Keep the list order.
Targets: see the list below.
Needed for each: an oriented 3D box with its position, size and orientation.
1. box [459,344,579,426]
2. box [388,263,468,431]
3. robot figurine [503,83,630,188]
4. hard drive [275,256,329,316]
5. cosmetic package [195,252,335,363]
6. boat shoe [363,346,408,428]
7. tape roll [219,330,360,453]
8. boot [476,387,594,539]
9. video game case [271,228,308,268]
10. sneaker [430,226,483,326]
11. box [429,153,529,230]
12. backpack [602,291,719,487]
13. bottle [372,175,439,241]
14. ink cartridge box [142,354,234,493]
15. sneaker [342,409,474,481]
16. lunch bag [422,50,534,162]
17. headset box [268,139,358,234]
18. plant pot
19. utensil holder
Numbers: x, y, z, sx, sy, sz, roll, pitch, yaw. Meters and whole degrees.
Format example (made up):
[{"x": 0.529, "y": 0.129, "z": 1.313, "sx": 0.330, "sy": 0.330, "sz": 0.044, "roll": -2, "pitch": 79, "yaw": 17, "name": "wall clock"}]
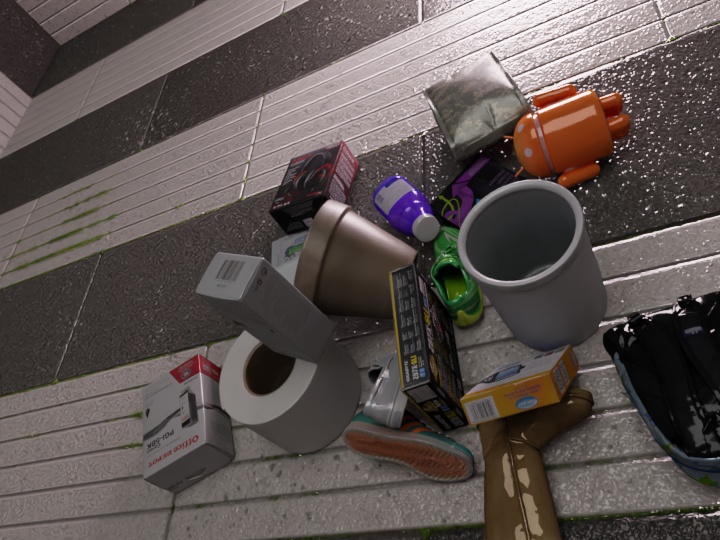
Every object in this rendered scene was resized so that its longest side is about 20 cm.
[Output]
[{"x": 0.220, "y": 0.147, "z": 0.815, "sx": 0.118, "sy": 0.199, "sz": 0.042, "roll": -24, "pitch": 82, "yaw": 27, "name": "box"}, {"x": 0.102, "y": 0.116, "z": 0.916, "sx": 0.049, "sy": 0.160, "sz": 0.202, "roll": -21, "pitch": 49, "yaw": 21, "name": "box"}, {"x": 0.347, "y": -0.227, "z": 1.035, "sx": 0.198, "sy": 0.145, "sz": 0.117, "roll": -18, "pitch": 28, "yaw": 21, "name": "robot figurine"}, {"x": -0.065, "y": 0.017, "z": 1.169, "sx": 0.198, "sy": 0.026, "sz": 0.133, "roll": -26, "pitch": 69, "yaw": 18, "name": "hard drive"}, {"x": -0.133, "y": 0.058, "z": 0.896, "sx": 0.101, "sy": 0.200, "sz": 0.075, "roll": 7, "pitch": 61, "yaw": 38, "name": "cosmetic package"}, {"x": 0.044, "y": 0.163, "z": 0.933, "sx": 0.068, "sy": 0.073, "sz": 0.201, "roll": 14, "pitch": 32, "yaw": 4, "name": "boat shoe"}, {"x": -0.117, "y": 0.187, "z": 1.030, "sx": 0.201, "sy": 0.139, "sz": 0.205, "roll": -18, "pitch": 50, "yaw": 23, "name": "tape roll"}, {"x": 0.234, "y": 0.268, "z": 0.785, "sx": 0.174, "sy": 0.066, "sz": 0.202, "roll": -25, "pitch": 47, "yaw": 29, "name": "boot"}, {"x": -0.098, "y": -0.021, "z": 1.255, "sx": 0.198, "sy": 0.024, "sz": 0.184, "roll": -22, "pitch": 48, "yaw": 19, "name": "video game case"}, {"x": 0.158, "y": -0.006, "z": 1.023, "sx": 0.073, "sy": 0.084, "sz": 0.202, "roll": -24, "pitch": 47, "yaw": 18, "name": "sneaker"}, {"x": 0.233, "y": -0.116, "z": 1.088, "sx": 0.143, "sy": 0.036, "sz": 0.200, "roll": -46, "pitch": 46, "yaw": -3, "name": "box"}, {"x": 0.399, "y": 0.146, "z": 0.716, "sx": 0.162, "sy": 0.155, "sz": 0.201, "roll": -24, "pitch": 26, "yaw": 15, "name": "backpack"}, {"x": 0.087, "y": -0.112, "z": 1.137, "sx": 0.083, "sy": 0.065, "sz": 0.200, "roll": -44, "pitch": 30, "yaw": 4, "name": "bottle"}, {"x": -0.325, "y": 0.283, "z": 1.142, "sx": 0.146, "sy": 0.083, "sz": 0.201, "roll": -31, "pitch": 45, "yaw": 10, "name": "ink cartridge box"}, {"x": 0.076, "y": 0.244, "z": 0.900, "sx": 0.198, "sy": 0.072, "sz": 0.080, "roll": 11, "pitch": 32, "yaw": 22, "name": "sneaker"}, {"x": 0.229, "y": -0.299, "z": 1.171, "sx": 0.163, "sy": 0.118, "sz": 0.201, "roll": -27, "pitch": 42, "yaw": 14, "name": "lunch bag"}, {"x": -0.096, "y": -0.187, "z": 1.325, "sx": 0.147, "sy": 0.075, "sz": 0.202, "roll": -12, "pitch": 43, "yaw": 30, "name": "headset box"}, {"x": 0.000, "y": 0.000, "z": 1.037, "sx": 0.171, "sy": 0.201, "sz": 0.202, "roll": 17, "pitch": 66, "yaw": 10, "name": "plant pot"}, {"x": 0.251, "y": 0.002, "z": 0.870, "sx": 0.168, "sy": 0.200, "sz": 0.172, "roll": -18, "pitch": 49, "yaw": 22, "name": "utensil holder"}]
